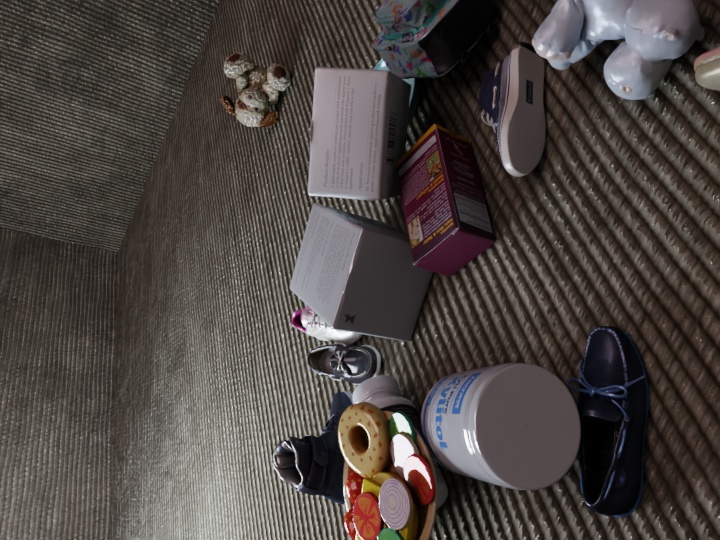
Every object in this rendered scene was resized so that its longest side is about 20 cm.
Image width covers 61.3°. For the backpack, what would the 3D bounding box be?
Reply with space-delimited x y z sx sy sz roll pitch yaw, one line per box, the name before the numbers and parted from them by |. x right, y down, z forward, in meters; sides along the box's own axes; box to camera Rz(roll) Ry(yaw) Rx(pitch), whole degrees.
backpack | 0.111 -0.417 1.036 0.178 0.151 0.199 -49 24 -13

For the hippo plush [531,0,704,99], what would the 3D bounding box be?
hippo plush | 0.323 -0.300 0.716 0.161 0.158 0.203 43 136 21

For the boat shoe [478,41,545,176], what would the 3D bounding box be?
boat shoe | 0.217 -0.223 0.893 0.092 0.073 0.206 -21 54 60

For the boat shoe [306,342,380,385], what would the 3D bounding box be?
boat shoe | -0.035 0.172 1.152 0.198 0.059 0.076 -2 76 57

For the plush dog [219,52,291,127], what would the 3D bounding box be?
plush dog | -0.303 -0.496 1.737 0.161 0.195 0.176 98 -170 -79

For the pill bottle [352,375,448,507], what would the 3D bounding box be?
pill bottle | 0.051 0.269 0.936 0.112 0.109 0.203 -54 39 31

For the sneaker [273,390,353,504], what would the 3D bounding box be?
sneaker | -0.068 0.270 0.988 0.078 0.143 0.205 -54 27 34

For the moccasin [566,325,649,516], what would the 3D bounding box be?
moccasin | 0.273 0.160 0.664 0.080 0.067 0.206 -24 60 52

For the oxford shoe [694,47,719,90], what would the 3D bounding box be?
oxford shoe | 0.403 -0.170 0.574 0.199 0.069 0.076 34 110 56

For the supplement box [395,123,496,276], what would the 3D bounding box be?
supplement box | 0.131 -0.111 0.965 0.110 0.084 0.205 -40 47 43

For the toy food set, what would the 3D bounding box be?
toy food set | 0.031 0.287 0.814 0.196 0.048 0.206 5 86 52

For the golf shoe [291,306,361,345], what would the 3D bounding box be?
golf shoe | -0.066 0.105 1.198 0.198 0.090 0.078 -11 68 54

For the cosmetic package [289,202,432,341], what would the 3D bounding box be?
cosmetic package | 0.000 0.000 1.060 0.199 0.163 0.172 34 108 57

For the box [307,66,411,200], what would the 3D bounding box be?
box | 0.003 -0.230 1.045 0.127 0.200 0.205 7 102 14

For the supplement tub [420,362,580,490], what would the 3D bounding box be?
supplement tub | 0.157 0.183 0.727 0.200 0.128 0.136 129 146 -72

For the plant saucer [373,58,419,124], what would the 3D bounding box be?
plant saucer | 0.059 -0.330 1.202 0.198 0.035 0.206 -25 60 52
